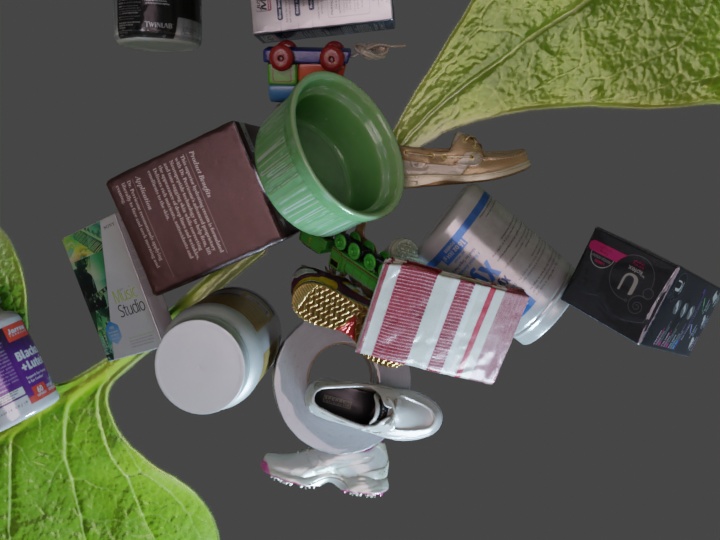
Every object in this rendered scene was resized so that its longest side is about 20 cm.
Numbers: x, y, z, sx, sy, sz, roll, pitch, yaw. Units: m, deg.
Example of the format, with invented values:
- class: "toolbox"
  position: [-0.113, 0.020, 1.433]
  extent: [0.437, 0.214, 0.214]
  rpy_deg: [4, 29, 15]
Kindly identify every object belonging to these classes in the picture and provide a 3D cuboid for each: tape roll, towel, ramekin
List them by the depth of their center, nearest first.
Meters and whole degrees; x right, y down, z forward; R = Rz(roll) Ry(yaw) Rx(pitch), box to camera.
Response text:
- class: "towel"
  position: [0.104, 0.068, 0.950]
  extent: [0.196, 0.023, 0.146]
  rpy_deg: [14, 116, -8]
- class: "ramekin"
  position: [-0.043, -0.144, 0.952]
  extent: [0.097, 0.199, 0.203]
  rpy_deg: [-25, 96, 40]
- class: "tape roll"
  position: [-0.029, 0.157, 1.055]
  extent: [0.196, 0.066, 0.205]
  rpy_deg: [1, 85, -10]

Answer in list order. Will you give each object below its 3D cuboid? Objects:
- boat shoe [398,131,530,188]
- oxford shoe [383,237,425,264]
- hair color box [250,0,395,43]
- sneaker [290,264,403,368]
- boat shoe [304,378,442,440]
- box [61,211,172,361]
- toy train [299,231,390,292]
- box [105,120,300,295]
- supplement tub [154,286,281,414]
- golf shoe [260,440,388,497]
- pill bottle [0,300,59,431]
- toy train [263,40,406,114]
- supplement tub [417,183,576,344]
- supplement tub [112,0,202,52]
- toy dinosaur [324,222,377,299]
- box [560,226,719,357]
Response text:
- class: "boat shoe"
  position: [0.138, -0.159, 1.022]
  extent: [0.195, 0.074, 0.071]
  rpy_deg: [-6, 102, 6]
- class: "oxford shoe"
  position: [0.086, 0.046, 1.067]
  extent: [0.075, 0.057, 0.203]
  rpy_deg: [-37, 105, -35]
- class: "hair color box"
  position: [-0.053, -0.382, 1.014]
  extent: [0.195, 0.061, 0.102]
  rpy_deg: [-4, 95, 6]
- class: "sneaker"
  position: [-0.006, 0.054, 0.997]
  extent: [0.198, 0.091, 0.075]
  rpy_deg: [34, 109, -20]
- class: "boat shoe"
  position: [0.022, 0.187, 0.993]
  extent: [0.196, 0.066, 0.073]
  rpy_deg: [17, 82, -8]
- class: "box"
  position: [-0.357, 0.026, 1.082]
  extent: [0.142, 0.036, 0.204]
  rpy_deg: [-16, 95, 36]
- class: "toy train"
  position: [-0.015, -0.022, 1.001]
  extent: [0.199, 0.041, 0.057]
  rpy_deg: [36, 122, 36]
- class: "box"
  position: [-0.208, -0.088, 1.017]
  extent: [0.197, 0.164, 0.169]
  rpy_deg: [-22, 95, 7]
- class: "supplement tub"
  position: [-0.196, 0.109, 1.025]
  extent: [0.141, 0.200, 0.148]
  rpy_deg: [1, 98, 5]
- class: "golf shoe"
  position: [-0.051, 0.284, 1.109]
  extent: [0.195, 0.075, 0.094]
  rpy_deg: [8, 88, -2]
- class: "pill bottle"
  position: [-0.550, 0.131, 1.106]
  extent: [0.110, 0.111, 0.203]
  rpy_deg: [-24, 96, 8]
- class: "toy train"
  position: [-0.035, -0.258, 1.027]
  extent: [0.195, 0.085, 0.118]
  rpy_deg: [1, 112, 1]
- class: "supplement tub"
  position: [0.189, -0.010, 1.009]
  extent: [0.199, 0.132, 0.133]
  rpy_deg: [39, 99, 0]
- class: "supplement tub"
  position: [-0.278, -0.411, 1.000]
  extent: [0.120, 0.123, 0.205]
  rpy_deg: [2, 98, 5]
- class: "toy dinosaur"
  position: [0.000, 0.000, 1.036]
  extent: [0.057, 0.100, 0.205]
  rpy_deg: [-10, 91, -34]
- class: "box"
  position: [0.370, 0.032, 0.951]
  extent: [0.122, 0.198, 0.108]
  rpy_deg: [33, 103, 39]
